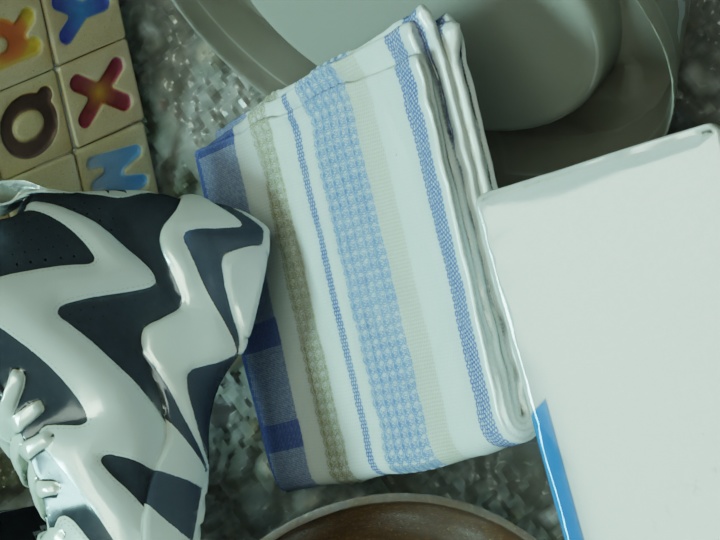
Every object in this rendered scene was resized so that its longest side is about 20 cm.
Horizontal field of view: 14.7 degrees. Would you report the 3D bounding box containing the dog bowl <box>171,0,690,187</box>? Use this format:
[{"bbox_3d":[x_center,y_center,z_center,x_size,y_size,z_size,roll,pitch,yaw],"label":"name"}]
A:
[{"bbox_3d":[0.024,-0.109,0.964,0.200,0.200,0.059,20,61,13],"label":"dog bowl"}]

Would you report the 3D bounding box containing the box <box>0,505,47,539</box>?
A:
[{"bbox_3d":[-0.166,0.211,1.048,0.200,0.104,0.182,-27,82,13],"label":"box"}]

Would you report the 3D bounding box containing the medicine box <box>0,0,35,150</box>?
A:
[{"bbox_3d":[-0.215,-0.145,1.002,0.103,0.200,0.183,17,95,47],"label":"medicine box"}]

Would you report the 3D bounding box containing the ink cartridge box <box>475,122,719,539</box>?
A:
[{"bbox_3d":[0.115,0.035,0.930,0.084,0.200,0.146,-17,85,14],"label":"ink cartridge box"}]

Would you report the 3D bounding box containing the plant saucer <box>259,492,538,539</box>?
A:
[{"bbox_3d":[0.006,0.179,0.996,0.200,0.034,0.201,1,88,-25],"label":"plant saucer"}]

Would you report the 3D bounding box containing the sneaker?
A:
[{"bbox_3d":[-0.116,0.057,0.977,0.129,0.079,0.200,16,78,-7],"label":"sneaker"}]

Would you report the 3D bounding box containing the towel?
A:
[{"bbox_3d":[0.000,0.000,0.981,0.024,0.200,0.147,-11,85,-26],"label":"towel"}]

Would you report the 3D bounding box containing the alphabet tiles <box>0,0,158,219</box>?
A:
[{"bbox_3d":[-0.157,-0.087,0.995,0.008,0.167,0.200,18,126,48],"label":"alphabet tiles"}]
